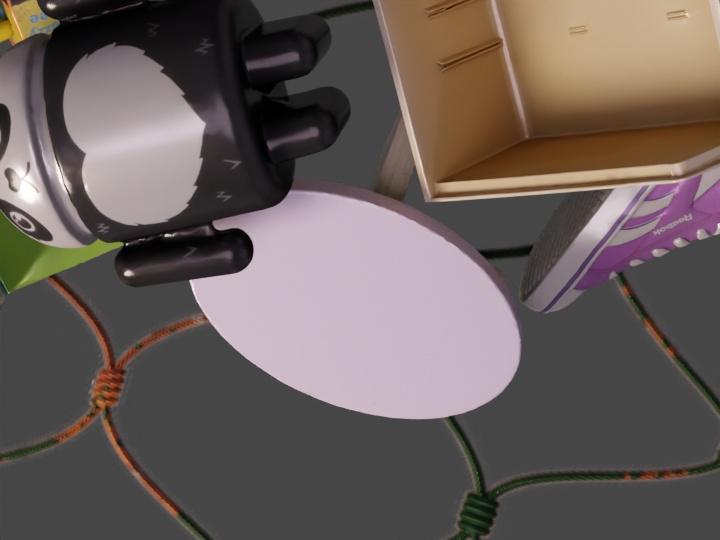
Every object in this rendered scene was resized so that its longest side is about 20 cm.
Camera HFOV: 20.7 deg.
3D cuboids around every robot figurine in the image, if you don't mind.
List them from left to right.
[{"bbox_3d":[-0.110,-0.081,1.062,0.199,0.151,0.125,-12,156,11],"label":"robot figurine"}]

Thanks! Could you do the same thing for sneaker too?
[{"bbox_3d":[0.191,-0.028,1.175,0.114,0.073,0.201,37,111,-15],"label":"sneaker"}]

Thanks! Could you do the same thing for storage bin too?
[{"bbox_3d":[0.108,-0.150,1.049,0.198,0.094,0.201,-2,108,48],"label":"storage bin"}]

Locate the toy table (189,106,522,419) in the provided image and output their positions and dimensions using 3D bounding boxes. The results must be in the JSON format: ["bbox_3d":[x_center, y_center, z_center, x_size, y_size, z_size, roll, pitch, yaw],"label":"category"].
[{"bbox_3d":[0.000,0.000,1.176,0.200,0.117,0.184,33,112,-9],"label":"toy table"}]

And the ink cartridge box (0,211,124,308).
[{"bbox_3d":[-0.259,-0.030,1.204,0.199,0.076,0.148,-22,110,14],"label":"ink cartridge box"}]

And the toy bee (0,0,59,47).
[{"bbox_3d":[-0.196,-0.160,1.116,0.131,0.109,0.200,-45,114,-4],"label":"toy bee"}]
